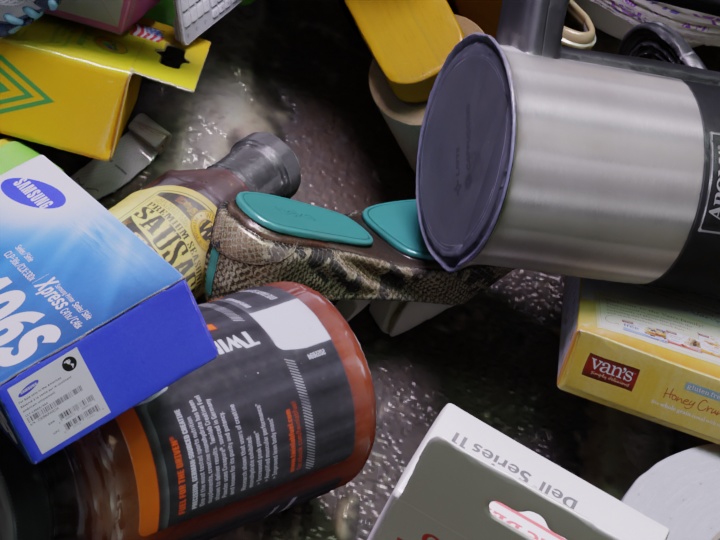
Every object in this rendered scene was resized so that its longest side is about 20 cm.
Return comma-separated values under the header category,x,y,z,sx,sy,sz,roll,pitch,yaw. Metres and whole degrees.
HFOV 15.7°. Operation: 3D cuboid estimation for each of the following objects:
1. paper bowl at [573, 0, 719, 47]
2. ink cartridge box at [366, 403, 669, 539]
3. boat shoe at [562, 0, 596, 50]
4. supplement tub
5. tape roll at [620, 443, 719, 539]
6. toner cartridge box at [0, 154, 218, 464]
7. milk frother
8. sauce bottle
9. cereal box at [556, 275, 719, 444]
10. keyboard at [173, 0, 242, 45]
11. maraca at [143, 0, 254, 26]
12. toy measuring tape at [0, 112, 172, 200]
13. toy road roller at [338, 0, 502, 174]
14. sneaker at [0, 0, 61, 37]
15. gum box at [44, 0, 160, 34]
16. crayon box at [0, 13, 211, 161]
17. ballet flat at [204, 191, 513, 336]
category,x,y,z,sx,sy,sz,roll,pitch,yaw
paper bowl,0.183,-0.216,1.609,0.199,0.105,0.201,17,42,-15
ink cartridge box,0.057,0.141,1.147,0.117,0.201,0.067,30,43,5
boat shoe,0.075,-0.184,1.565,0.073,0.063,0.200,-20,59,-36
supplement tub,-0.096,0.078,1.206,0.199,0.107,0.107,-18,58,-37
tape roll,0.201,0.182,1.272,0.199,0.066,0.201,12,45,-12
toner cartridge box,-0.145,0.012,1.169,0.095,0.043,0.200,-29,27,-14
milk frother,0.119,-0.067,1.360,0.187,0.200,0.182,8,73,-21
sauce bottle,-0.102,-0.012,1.318,0.066,0.066,0.200,36,46,12
cereal box,0.178,0.028,1.377,0.143,0.040,0.200,19,23,-1
keyboard,-0.063,-0.181,1.432,0.011,0.057,0.200,7,25,18
maraca,-0.139,-0.216,1.471,0.137,0.107,0.200,-38,84,-22
toy measuring tape,-0.157,-0.047,1.324,0.073,0.074,0.200,37,45,13
toy road roller,0.061,-0.158,1.449,0.145,0.123,0.201,-26,58,5
sneaker,-0.158,-0.159,1.273,0.199,0.087,0.078,3,20,-8
gum box,-0.189,-0.187,1.369,0.199,0.067,0.114,17,16,3
crayon box,-0.181,-0.111,1.340,0.199,0.051,0.127,15,17,-2
ballet flat,0.000,0.000,1.345,0.199,0.076,0.068,0,31,-39
